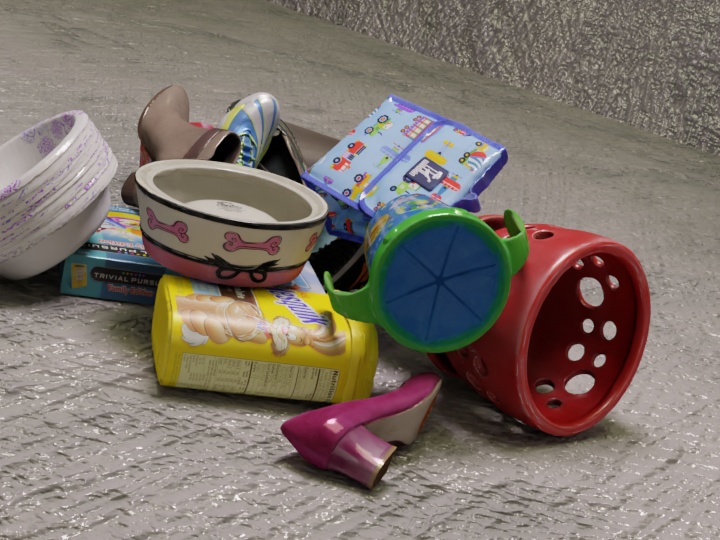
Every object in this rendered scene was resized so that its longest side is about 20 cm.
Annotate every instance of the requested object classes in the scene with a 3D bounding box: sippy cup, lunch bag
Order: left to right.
[{"bbox_3d":[0.059,-0.091,1.490,0.150,0.095,0.199,-43,39,-19],"label":"lunch bag"},{"bbox_3d":[0.061,-0.009,1.310,0.176,0.141,0.130,15,16,-18],"label":"sippy cup"}]

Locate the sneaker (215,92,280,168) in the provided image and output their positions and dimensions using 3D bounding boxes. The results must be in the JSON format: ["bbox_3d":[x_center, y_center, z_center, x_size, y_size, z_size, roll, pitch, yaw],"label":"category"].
[{"bbox_3d":[-0.147,-0.116,1.670,0.075,0.201,0.105,33,4,-43],"label":"sneaker"}]

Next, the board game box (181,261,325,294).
[{"bbox_3d":[-0.126,-0.009,1.485,0.149,0.037,0.200,13,23,-24],"label":"board game box"}]

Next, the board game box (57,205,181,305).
[{"bbox_3d":[-0.262,-0.021,1.543,0.149,0.048,0.200,8,17,-17],"label":"board game box"}]

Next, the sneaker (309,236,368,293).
[{"bbox_3d":[0.000,0.000,1.575,0.200,0.091,0.070,-46,32,-24],"label":"sneaker"}]

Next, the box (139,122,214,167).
[{"bbox_3d":[-0.221,-0.126,1.813,0.098,0.097,0.200,-2,22,-22],"label":"box"}]

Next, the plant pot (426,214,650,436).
[{"bbox_3d":[0.167,0.048,1.411,0.199,0.203,0.181,-2,15,-43],"label":"plant pot"}]

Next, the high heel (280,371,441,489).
[{"bbox_3d":[0.006,0.126,1.248,0.095,0.068,0.200,28,33,12],"label":"high heel"}]

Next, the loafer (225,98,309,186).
[{"bbox_3d":[-0.111,-0.152,1.753,0.201,0.072,0.063,52,-2,25],"label":"loafer"}]

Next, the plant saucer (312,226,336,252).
[{"bbox_3d":[-0.091,-0.026,1.673,0.197,0.028,0.200,1,19,0],"label":"plant saucer"}]

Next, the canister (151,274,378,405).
[{"bbox_3d":[-0.096,0.066,1.326,0.197,0.088,0.149,7,18,-15],"label":"canister"}]

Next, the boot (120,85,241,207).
[{"bbox_3d":[-0.202,-0.147,1.640,0.145,0.202,0.070,-6,-35,36],"label":"boot"}]

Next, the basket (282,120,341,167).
[{"bbox_3d":[-0.054,-0.122,1.897,0.197,0.138,0.180,14,11,-11],"label":"basket"}]

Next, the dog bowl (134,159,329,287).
[{"bbox_3d":[-0.133,-0.047,1.388,0.197,0.075,0.200,10,18,-3],"label":"dog bowl"}]

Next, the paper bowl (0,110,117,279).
[{"bbox_3d":[-0.342,-0.070,1.441,0.199,0.105,0.201,-28,25,14],"label":"paper bowl"}]
